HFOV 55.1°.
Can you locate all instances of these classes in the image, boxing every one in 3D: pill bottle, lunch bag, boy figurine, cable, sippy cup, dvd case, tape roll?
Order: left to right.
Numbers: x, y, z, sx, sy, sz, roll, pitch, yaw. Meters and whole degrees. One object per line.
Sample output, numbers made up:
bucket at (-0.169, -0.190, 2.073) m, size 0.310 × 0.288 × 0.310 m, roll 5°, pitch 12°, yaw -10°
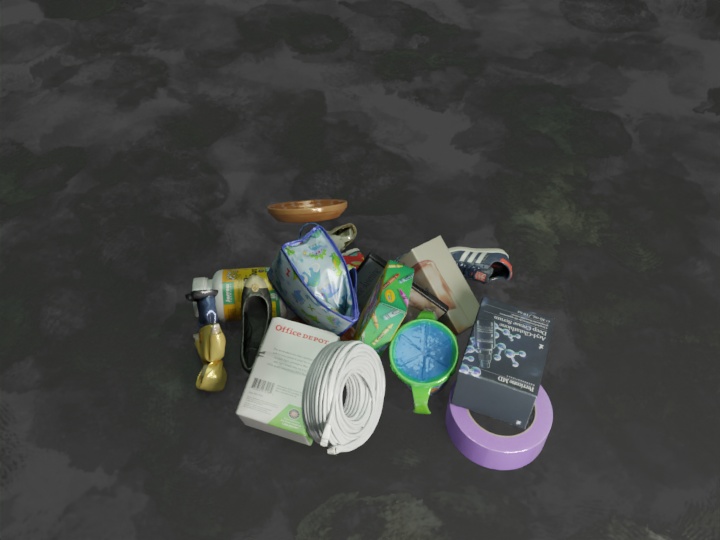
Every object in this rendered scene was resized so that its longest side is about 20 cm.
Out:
boy figurine at (-0.311, 0.143, 1.394) m, size 0.064 × 0.124 × 0.204 m, roll -2°, pitch 84°, yaw -34°
pill bottle at (-0.258, 0.052, 1.494) m, size 0.196 × 0.114 × 0.114 m, roll -3°, pitch 45°, yaw -6°
lunch bag at (-0.082, 0.037, 1.384) m, size 0.126 × 0.170 × 0.202 m, roll -29°, pitch 82°, yaw -23°
cable at (-0.028, 0.231, 1.278) m, size 0.068 × 0.199 × 0.204 m, roll 0°, pitch 80°, yaw 34°
dvd case at (0.068, 0.059, 1.433) m, size 0.199 × 0.143 × 0.018 m, roll 35°, pitch 47°, yaw -4°
sippy cup at (0.127, 0.182, 1.360) m, size 0.139 × 0.131 × 0.178 m, roll 36°, pitch 73°, yaw 23°
tape roll at (0.265, 0.278, 1.332) m, size 0.196 × 0.066 × 0.202 m, roll 2°, pitch 44°, yaw -1°

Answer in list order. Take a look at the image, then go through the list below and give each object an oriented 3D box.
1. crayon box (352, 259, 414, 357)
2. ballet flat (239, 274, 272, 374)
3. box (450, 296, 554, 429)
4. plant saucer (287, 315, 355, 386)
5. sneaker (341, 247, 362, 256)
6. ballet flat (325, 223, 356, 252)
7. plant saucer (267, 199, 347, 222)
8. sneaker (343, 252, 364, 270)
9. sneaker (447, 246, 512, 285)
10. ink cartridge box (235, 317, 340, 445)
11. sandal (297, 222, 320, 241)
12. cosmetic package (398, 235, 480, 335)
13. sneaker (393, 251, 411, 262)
crayon box at (0.039, 0.092, 1.370) m, size 0.057 × 0.201 × 0.120 m, roll 21°, pitch 45°, yaw -5°
ballet flat at (-0.213, 0.109, 1.410) m, size 0.065 × 0.057 × 0.204 m, roll 0°, pitch 82°, yaw -5°
box at (0.272, 0.172, 1.317) m, size 0.146 × 0.108 × 0.201 m, roll 16°, pitch 47°, yaw 12°
plant saucer at (-0.094, 0.174, 1.439) m, size 0.196 × 0.033 × 0.202 m, roll 1°, pitch 45°, yaw -1°
sneaker at (-0.052, 0.029, 1.572) m, size 0.079 × 0.078 × 0.201 m, roll 36°, pitch 56°, yaw 5°
ballet flat at (-0.058, -0.067, 1.608) m, size 0.068 × 0.071 × 0.200 m, roll 16°, pitch 24°, yaw 13°
plant saucer at (-0.129, -0.146, 1.693) m, size 0.196 × 0.038 × 0.200 m, roll -3°, pitch 11°, yaw 1°
sneaker at (0.000, 0.000, 1.493) m, size 0.197 × 0.078 × 0.086 m, roll 16°, pitch 50°, yaw 14°
sneaker at (0.261, -0.004, 1.602) m, size 0.196 × 0.076 × 0.085 m, roll -6°, pitch 41°, yaw -9°
ink cartridge box at (-0.132, 0.210, 1.325) m, size 0.143 × 0.084 × 0.203 m, roll 15°, pitch 65°, yaw 12°
sandal at (-0.127, -0.038, 1.609) m, size 0.078 × 0.088 × 0.202 m, roll 7°, pitch 47°, yaw 1°
cosmetic package at (0.168, 0.044, 1.474) m, size 0.086 × 0.103 × 0.202 m, roll -24°, pitch 79°, yaw -27°
sneaker at (0.075, 0.044, 1.561) m, size 0.086 × 0.078 × 0.201 m, roll -2°, pitch 46°, yaw 54°
